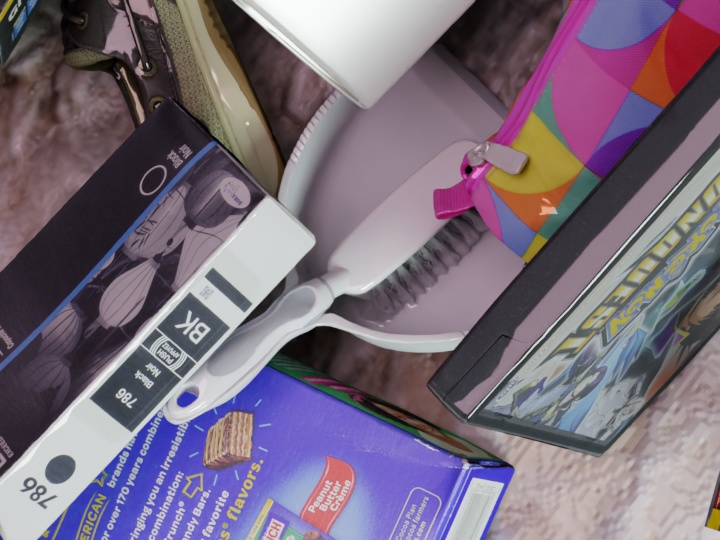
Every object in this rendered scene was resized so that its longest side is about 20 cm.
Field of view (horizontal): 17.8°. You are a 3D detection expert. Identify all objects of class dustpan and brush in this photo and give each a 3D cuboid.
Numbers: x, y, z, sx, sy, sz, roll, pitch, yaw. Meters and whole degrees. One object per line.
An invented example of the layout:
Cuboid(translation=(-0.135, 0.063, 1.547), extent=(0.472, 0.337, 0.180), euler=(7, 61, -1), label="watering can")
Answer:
Cuboid(translation=(0.000, 0.000, 0.930), extent=(0.200, 0.057, 0.140), euler=(-42, 71, -10), label="dustpan and brush")

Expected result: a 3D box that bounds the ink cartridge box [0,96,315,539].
Cuboid(translation=(-0.115, 0.030, 0.912), extent=(0.200, 0.039, 0.099), euler=(-48, 41, 0), label="ink cartridge box")

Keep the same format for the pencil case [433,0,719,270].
Cuboid(translation=(0.110, -0.083, 0.858), extent=(0.088, 0.088, 0.201), euler=(42, 119, 19), label="pencil case")

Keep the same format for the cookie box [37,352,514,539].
Cuboid(translation=(-0.063, 0.116, 0.964), extent=(0.199, 0.075, 0.172), euler=(25, 91, 20), label="cookie box")

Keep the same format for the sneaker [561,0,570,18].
Cuboid(translation=(0.175, -0.133, 0.921), extent=(0.198, 0.074, 0.117), euler=(-2, 103, 9), label="sneaker")

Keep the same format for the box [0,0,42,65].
Cuboid(translation=(-0.168, -0.204, 0.931), extent=(0.159, 0.049, 0.201), euler=(27, 72, 2), label="box")

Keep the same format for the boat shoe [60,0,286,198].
Cuboid(translation=(-0.097, -0.104, 0.978), extent=(0.064, 0.073, 0.201), euler=(-28, 89, -10), label="boat shoe")

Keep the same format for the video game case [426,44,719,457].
Cuboid(translation=(0.125, -0.015, 0.856), extent=(0.025, 0.181, 0.200), euler=(44, 99, 21), label="video game case")

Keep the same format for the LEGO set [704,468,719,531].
Cuboid(translation=(0.216, 0.044, 0.834), extent=(0.115, 0.154, 0.201), euler=(15, 81, 37), label="LEGO set")

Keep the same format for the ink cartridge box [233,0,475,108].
Cuboid(translation=(-0.003, -0.178, 0.921), extent=(0.147, 0.083, 0.200), euler=(-46, 33, 9), label="ink cartridge box")
